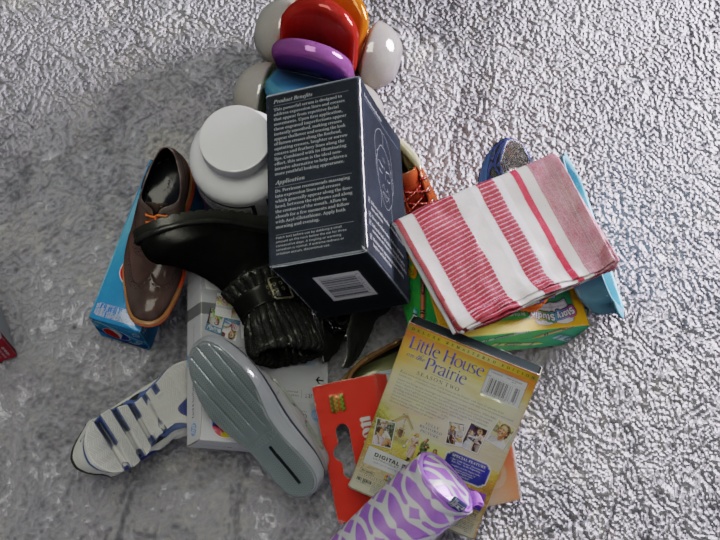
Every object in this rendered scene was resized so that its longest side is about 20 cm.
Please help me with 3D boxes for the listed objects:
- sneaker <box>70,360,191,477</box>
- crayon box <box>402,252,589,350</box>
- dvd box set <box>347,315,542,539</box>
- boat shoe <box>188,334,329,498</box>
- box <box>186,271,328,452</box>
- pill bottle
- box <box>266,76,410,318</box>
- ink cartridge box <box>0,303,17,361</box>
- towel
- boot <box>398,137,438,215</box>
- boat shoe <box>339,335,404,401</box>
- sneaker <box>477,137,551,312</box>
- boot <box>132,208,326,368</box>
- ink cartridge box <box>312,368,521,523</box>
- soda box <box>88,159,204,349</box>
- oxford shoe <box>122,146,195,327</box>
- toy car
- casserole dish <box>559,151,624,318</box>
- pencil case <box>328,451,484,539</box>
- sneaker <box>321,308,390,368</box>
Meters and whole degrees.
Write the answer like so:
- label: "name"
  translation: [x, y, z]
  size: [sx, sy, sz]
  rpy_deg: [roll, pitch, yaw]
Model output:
- label: "sneaker"
  translation: [-0.239, 0.165, 1.669]
  size: [0.199, 0.115, 0.081]
  rpy_deg: [-26, 90, -39]
- label: "crayon box"
  translation: [0.142, 0.026, 1.680]
  size: [0.200, 0.058, 0.119]
  rpy_deg: [-4, 67, -30]
- label: "dvd box set"
  translation: [0.086, 0.163, 1.597]
  size: [0.146, 0.029, 0.200]
  rpy_deg: [21, 108, 7]
- label: "boat shoe"
  translation: [-0.106, 0.147, 1.607]
  size: [0.073, 0.067, 0.200]
  rpy_deg: [-29, 100, 24]
- label: "box"
  translation: [-0.111, 0.097, 1.679]
  size: [0.156, 0.041, 0.201]
  rpy_deg: [8, 67, -28]
- label: "pill bottle"
  translation: [-0.126, -0.106, 1.701]
  size: [0.112, 0.200, 0.113]
  rpy_deg: [-1, 70, 2]
- label: "box"
  translation: [-0.023, -0.074, 1.599]
  size: [0.107, 0.148, 0.201]
  rpy_deg: [-9, 65, 16]
- label: "ink cartridge box"
  translation: [-0.506, 0.048, 1.686]
  size: [0.200, 0.145, 0.145]
  rpy_deg: [-21, 71, -5]
- label: "towel"
  translation: [0.151, -0.030, 1.584]
  size: [0.200, 0.023, 0.144]
  rpy_deg: [-23, 70, -18]
- label: "boot"
  translation: [0.060, -0.065, 1.734]
  size: [0.075, 0.107, 0.200]
  rpy_deg: [-31, 76, -15]
- label: "boat shoe"
  translation: [0.068, 0.100, 1.689]
  size: [0.200, 0.074, 0.076]
  rpy_deg: [-28, 72, -11]
- label: "sneaker"
  translation: [0.183, -0.058, 1.660]
  size: [0.075, 0.078, 0.201]
  rpy_deg: [4, 62, -29]
- label: "boot"
  translation: [-0.133, 0.021, 1.620]
  size: [0.211, 0.079, 0.158]
  rpy_deg: [2, 71, -32]
- label: "ink cartridge box"
  translation: [0.061, 0.182, 1.638]
  size: [0.199, 0.050, 0.163]
  rpy_deg: [-12, 101, -6]
- label: "soda box"
  translation: [-0.238, -0.018, 1.743]
  size: [0.064, 0.068, 0.200]
  rpy_deg: [16, 72, 9]
- label: "oxford shoe"
  translation: [-0.226, -0.039, 1.675]
  size: [0.071, 0.073, 0.201]
  rpy_deg: [3, 70, 4]
- label: "toy car"
  translation: [-0.050, -0.240, 1.774]
  size: [0.175, 0.150, 0.200]
  rpy_deg: [15, 71, 6]
- label: "casserole dish"
  translation: [0.245, -0.035, 1.717]
  size: [0.039, 0.121, 0.201]
  rpy_deg: [-20, 71, 14]
- label: "pencil case"
  translation: [0.033, 0.273, 1.584]
  size: [0.200, 0.085, 0.084]
  rpy_deg: [-44, 32, 21]
- label: "sneaker"
  translation: [-0.003, -0.001, 1.686]
  size: [0.060, 0.104, 0.200]
  rpy_deg: [13, 110, 30]
